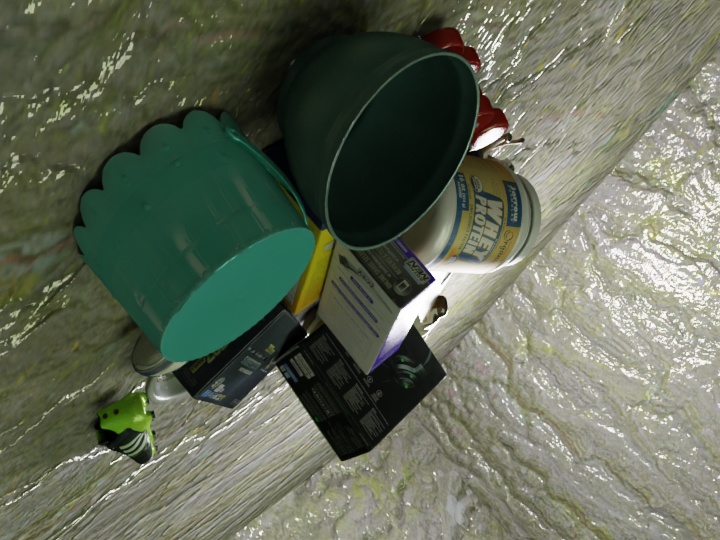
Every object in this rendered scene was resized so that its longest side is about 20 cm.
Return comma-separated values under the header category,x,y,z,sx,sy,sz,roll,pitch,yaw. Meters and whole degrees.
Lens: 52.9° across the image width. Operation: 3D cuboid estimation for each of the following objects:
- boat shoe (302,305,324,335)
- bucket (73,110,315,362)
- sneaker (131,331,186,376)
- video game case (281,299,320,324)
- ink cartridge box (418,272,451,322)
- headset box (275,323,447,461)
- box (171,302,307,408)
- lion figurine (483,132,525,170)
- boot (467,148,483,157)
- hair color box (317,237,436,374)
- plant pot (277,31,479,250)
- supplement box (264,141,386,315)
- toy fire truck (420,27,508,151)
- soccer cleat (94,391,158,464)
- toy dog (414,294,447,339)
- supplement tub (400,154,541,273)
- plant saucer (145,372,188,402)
category,x,y,z,sx,sy,sz,roll,pitch,yaw
boat shoe,-0.008,0.069,1.206,0.199,0.076,0.072,-35,162,-37
bucket,-0.147,-0.025,0.675,0.206,0.135,0.208,-38,165,-12
sneaker,-0.207,0.032,0.822,0.202,0.077,0.085,-52,154,5
video game case,-0.059,0.013,1.156,0.180,0.046,0.201,-24,155,-51
ink cartridge box,0.126,-0.031,1.158,0.202,0.044,0.177,-57,164,-11
headset box,0.007,0.139,1.055,0.199,0.176,0.092,-37,-179,-36
box,-0.153,0.109,0.975,0.158,0.051,0.200,-44,167,-7
lion figurine,0.199,-0.166,1.283,0.200,0.073,0.122,-44,-160,-23
boot,0.057,-0.114,0.999,0.198,0.067,0.164,-32,-173,-30
hair color box,0.013,0.033,0.863,0.064,0.110,0.201,-34,164,-23
plant pot,0.002,-0.143,0.701,0.198,0.134,0.203,-33,147,-25
supplement box,-0.055,-0.060,0.859,0.108,0.109,0.201,-33,162,-30
toy fire truck,0.077,-0.191,0.883,0.165,0.115,0.199,-28,170,22
soccer cleat,-0.333,0.228,1.028,0.079,0.069,0.202,-15,153,-22
toy dog,0.098,0.041,1.321,0.201,0.136,0.198,-98,-155,-62
supplement tub,0.119,-0.072,0.904,0.196,0.147,0.146,2,138,-40
plant saucer,-0.212,0.090,0.967,0.199,0.050,0.201,-40,165,-13
